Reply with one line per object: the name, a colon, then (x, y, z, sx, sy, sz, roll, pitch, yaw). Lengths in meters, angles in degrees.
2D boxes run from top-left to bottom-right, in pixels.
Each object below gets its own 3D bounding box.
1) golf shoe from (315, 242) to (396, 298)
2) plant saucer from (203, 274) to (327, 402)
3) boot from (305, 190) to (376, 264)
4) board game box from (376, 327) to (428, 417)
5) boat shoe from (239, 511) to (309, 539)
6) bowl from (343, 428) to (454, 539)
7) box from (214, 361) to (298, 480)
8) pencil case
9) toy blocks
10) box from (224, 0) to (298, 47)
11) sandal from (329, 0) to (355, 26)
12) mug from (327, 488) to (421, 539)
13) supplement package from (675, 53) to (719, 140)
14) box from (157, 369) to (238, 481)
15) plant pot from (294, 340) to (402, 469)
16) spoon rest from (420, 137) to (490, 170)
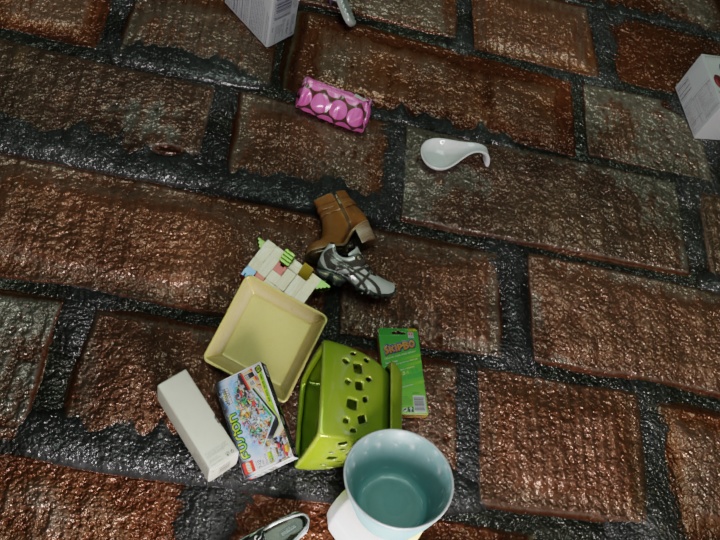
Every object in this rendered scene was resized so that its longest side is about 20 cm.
golf shoe: (0.000, 0.000, 1.771, 0.197, 0.078, 0.096, 18, 96, -19)
plant saucer: (-0.196, 0.144, 1.648, 0.197, 0.048, 0.203, 27, 79, 3)
boot: (-0.072, -0.108, 1.843, 0.197, 0.077, 0.157, -21, 68, -27)
board game box: (0.090, 0.221, 1.720, 0.093, 0.030, 0.204, 3, 62, -14)
boat shoe: (-0.179, 0.504, 1.451, 0.198, 0.071, 0.072, -32, 72, -28)
bowl: (0.061, 0.396, 1.407, 0.196, 0.106, 0.203, 5, 43, -5)
box: (-0.207, 0.297, 1.556, 0.108, 0.035, 0.203, -25, 69, 4)
pencil case: (-0.068, -0.433, 2.032, 0.196, 0.094, 0.092, 18, 57, -3)
toy blocks: (-0.186, 0.035, 1.729, 0.199, 0.100, 0.137, 36, 69, 4)
box: (-0.264, -0.745, 2.112, 0.104, 0.185, 0.200, -34, 73, -28)
sandal: (-0.071, -0.782, 2.264, 0.049, 0.082, 0.206, -28, 65, 19)
mug: (0.028, 0.478, 1.493, 0.153, 0.151, 0.185, 40, 44, 21)
supplement package: (1.088, -0.515, 2.358, 0.187, 0.148, 0.203, 1, 60, -14)
box: (-0.318, 0.301, 1.532, 0.068, 0.083, 0.201, -28, 71, -27)
plant pot: (-0.020, 0.280, 1.560, 0.178, 0.200, 0.203, 12, 56, -14)
spoon rest: (0.251, -0.306, 2.060, 0.196, 0.061, 0.101, -2, 60, -17)
